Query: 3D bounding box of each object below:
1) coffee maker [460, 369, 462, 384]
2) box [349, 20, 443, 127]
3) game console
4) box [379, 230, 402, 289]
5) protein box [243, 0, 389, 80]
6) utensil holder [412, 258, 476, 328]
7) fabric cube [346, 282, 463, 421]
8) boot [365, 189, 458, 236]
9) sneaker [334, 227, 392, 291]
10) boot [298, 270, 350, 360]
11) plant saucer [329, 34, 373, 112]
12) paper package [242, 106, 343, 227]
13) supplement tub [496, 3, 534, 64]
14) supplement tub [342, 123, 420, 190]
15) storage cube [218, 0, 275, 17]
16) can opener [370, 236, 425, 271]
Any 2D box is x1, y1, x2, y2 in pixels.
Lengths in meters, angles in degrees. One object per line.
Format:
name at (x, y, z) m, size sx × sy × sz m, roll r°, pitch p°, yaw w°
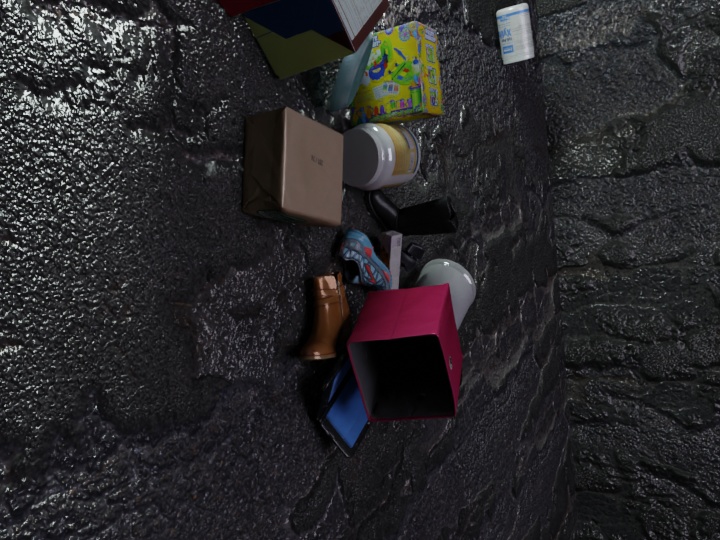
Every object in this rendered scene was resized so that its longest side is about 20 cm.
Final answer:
coffee maker at (0.147, 0.249, 1.468) m, size 0.135 × 0.195 × 0.197 m, roll -46°, pitch 125°, yaw -47°
box at (0.077, -0.449, 1.401) m, size 0.121 × 0.195 × 0.199 m, roll -16°, pitch 102°, yaw -56°
game console at (-0.010, 0.256, 1.280) m, size 0.201 × 0.114 × 0.179 m, roll -53°, pitch 164°, yaw -46°
box at (0.070, 0.006, 1.456) m, size 0.041 × 0.038 × 0.206 m, roll -14°, pitch 115°, yaw -39°
protein box at (-0.079, -0.502, 1.151) m, size 0.137 × 0.194 × 0.203 m, roll 59°, pitch 42°, yaw -33°
utensil holder at (0.201, 0.098, 1.601) m, size 0.201 × 0.166 × 0.173 m, roll -52°, pitch 130°, yaw -42°
fabric cube at (0.103, 0.170, 1.255) m, size 0.200 × 0.194 × 0.201 m, roll -61°, pitch 140°, yaw -59°
boot at (0.129, -0.150, 1.463) m, size 0.166 × 0.195 × 0.067 m, roll 53°, pitch 46°, yaw -41°
sneaker at (0.000, 0.000, 1.383) m, size 0.096 × 0.078 × 0.202 m, roll -53°, pitch 128°, yaw -24°
boot at (-0.075, 0.092, 1.229) m, size 0.199 × 0.075 × 0.161 m, roll -23°, pitch 109°, yaw -59°
plant saucer at (-0.014, -0.435, 1.292) m, size 0.200 × 0.035 × 0.205 m, roll -156°, pitch -91°, yaw -90°
paper package at (-0.123, -0.190, 1.150) m, size 0.198 × 0.101 × 0.198 m, roll 9°, pitch 80°, yaw -58°
supplement tub at (0.614, -0.936, 2.366) m, size 0.131 × 0.129 × 0.206 m, roll -35°, pitch 116°, yaw -53°
supplement tub at (0.040, -0.263, 1.379) m, size 0.198 × 0.141 × 0.150 m, roll -19°, pitch 104°, yaw -57°
storage cube at (-0.189, -0.576, 1.007) m, size 0.180 × 0.167 × 0.205 m, roll 46°, pitch 50°, yaw -48°
can opener at (0.088, -0.051, 1.528) m, size 0.197 × 0.063 × 0.081 m, roll 17°, pitch 100°, yaw -47°
